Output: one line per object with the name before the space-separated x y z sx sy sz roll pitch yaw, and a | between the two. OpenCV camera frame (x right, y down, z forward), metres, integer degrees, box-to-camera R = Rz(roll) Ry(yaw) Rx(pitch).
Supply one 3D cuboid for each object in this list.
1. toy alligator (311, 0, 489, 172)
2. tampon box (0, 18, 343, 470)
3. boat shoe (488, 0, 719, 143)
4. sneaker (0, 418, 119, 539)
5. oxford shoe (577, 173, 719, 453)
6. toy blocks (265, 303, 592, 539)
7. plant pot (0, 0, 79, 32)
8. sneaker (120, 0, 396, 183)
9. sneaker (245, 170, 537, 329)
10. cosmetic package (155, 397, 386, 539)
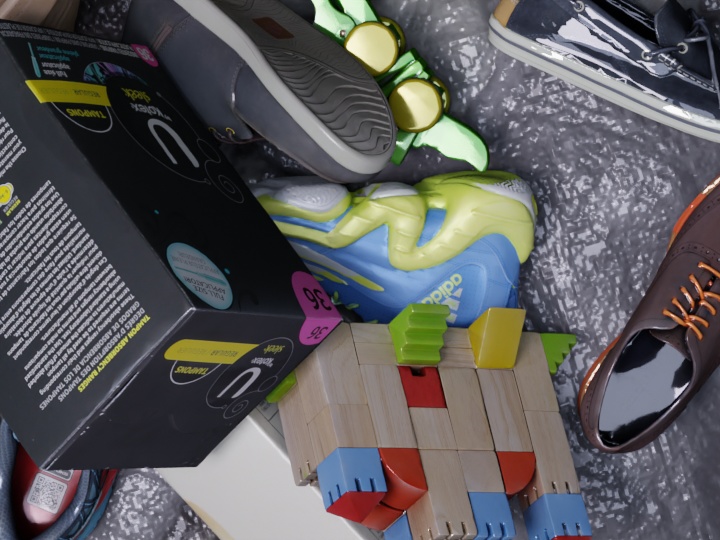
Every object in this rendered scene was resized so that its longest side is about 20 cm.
toy alligator | -0.006 -0.124 1.647 0.054 0.059 0.200 -38 92 9
tampon box | -0.137 -0.011 1.537 0.126 0.150 0.200 -45 68 20
boat shoe | 0.169 -0.118 1.625 0.200 0.075 0.062 24 106 7
sneaker | -0.159 0.076 1.671 0.079 0.096 0.200 15 99 3
oxford shoe | 0.191 0.020 1.640 0.071 0.073 0.200 31 99 1
toy blocks | 0.039 0.102 1.607 0.200 0.100 0.137 4 60 -31
plant pot | -0.222 -0.146 1.629 0.201 0.201 0.093 -34 134 9
sneaker | -0.062 -0.085 1.623 0.200 0.075 0.106 45 123 34
sneaker | 0.000 0.000 1.655 0.200 0.076 0.105 -2 98 5
cosmetic package | -0.032 0.122 1.656 0.071 0.105 0.200 -41 91 26
